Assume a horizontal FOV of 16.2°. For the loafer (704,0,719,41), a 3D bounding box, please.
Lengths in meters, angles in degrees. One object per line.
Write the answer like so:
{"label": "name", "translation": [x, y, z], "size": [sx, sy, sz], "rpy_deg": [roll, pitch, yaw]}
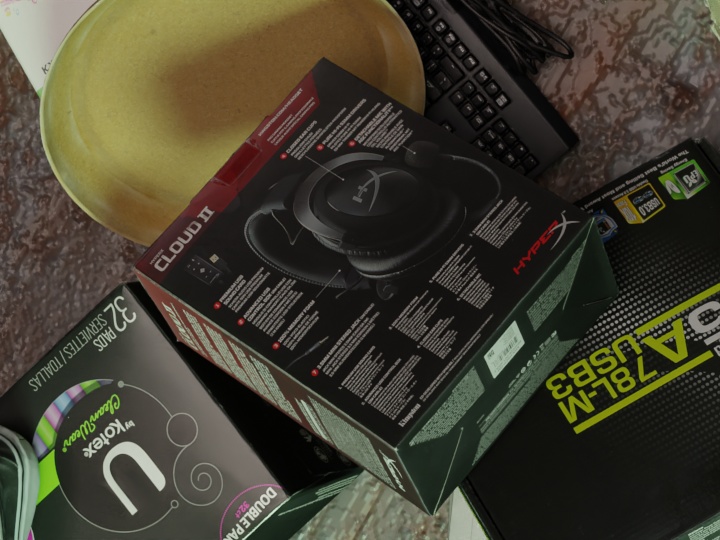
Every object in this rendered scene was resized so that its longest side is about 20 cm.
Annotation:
{"label": "loafer", "translation": [0.203, -0.139, 1.250], "size": [0.076, 0.068, 0.201], "rpy_deg": [-34, 76, 21]}

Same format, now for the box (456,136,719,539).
{"label": "box", "translation": [0.131, 0.055, 1.226], "size": [0.199, 0.048, 0.194], "rpy_deg": [-28, 53, -2]}

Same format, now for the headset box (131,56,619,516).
{"label": "headset box", "translation": [0.000, 0.000, 1.228], "size": [0.200, 0.077, 0.149], "rpy_deg": [31, 72, 32]}

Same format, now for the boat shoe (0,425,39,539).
{"label": "boat shoe", "translation": [-0.212, 0.179, 1.290], "size": [0.072, 0.071, 0.201], "rpy_deg": [7, 98, 20]}

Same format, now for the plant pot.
{"label": "plant pot", "translation": [-0.066, -0.090, 1.303], "size": [0.200, 0.200, 0.028], "rpy_deg": [-34, 39, 18]}

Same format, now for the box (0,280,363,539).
{"label": "box", "translation": [-0.129, 0.120, 1.361], "size": [0.200, 0.124, 0.149], "rpy_deg": [-43, 79, 16]}

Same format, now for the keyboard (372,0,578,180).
{"label": "keyboard", "translation": [0.030, -0.126, 1.316], "size": [0.104, 0.040, 0.200], "rpy_deg": [-41, 91, 15]}

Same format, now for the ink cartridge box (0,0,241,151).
{"label": "ink cartridge box", "translation": [-0.148, -0.178, 1.352], "size": [0.117, 0.067, 0.201], "rpy_deg": [-33, 83, 18]}

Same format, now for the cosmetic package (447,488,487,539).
{"label": "cosmetic package", "translation": [0.152, 0.115, 1.283], "size": [0.199, 0.090, 0.107], "rpy_deg": [5, 93, 22]}
